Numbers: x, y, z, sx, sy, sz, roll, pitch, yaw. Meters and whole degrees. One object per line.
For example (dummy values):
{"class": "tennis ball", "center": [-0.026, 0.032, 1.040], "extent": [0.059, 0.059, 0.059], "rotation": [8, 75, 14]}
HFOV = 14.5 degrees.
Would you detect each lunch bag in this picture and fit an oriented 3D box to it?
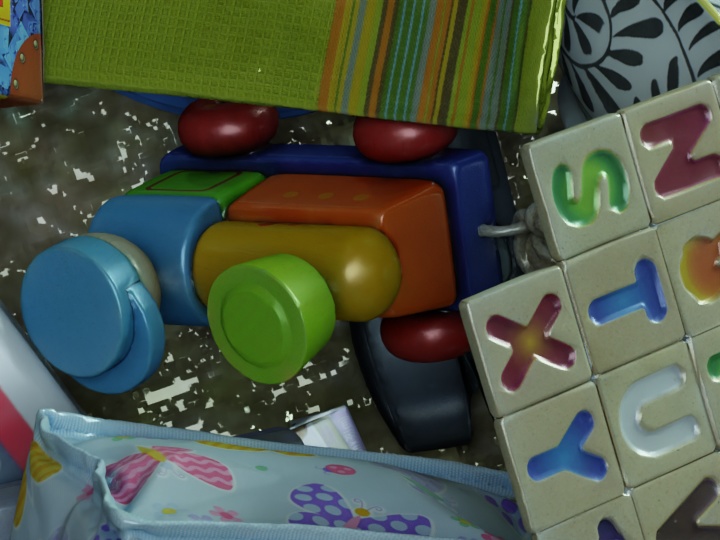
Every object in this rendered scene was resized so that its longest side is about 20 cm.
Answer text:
{"class": "lunch bag", "center": [-0.005, 0.141, 0.825], "extent": [0.199, 0.127, 0.170], "rotation": [9, 101, -24]}

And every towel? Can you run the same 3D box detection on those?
{"class": "towel", "center": [-0.032, -0.095, 0.893], "extent": [0.199, 0.018, 0.087], "rotation": [7, 84, 15]}

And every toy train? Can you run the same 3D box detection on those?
{"class": "toy train", "center": [0.000, 0.000, 0.874], "extent": [0.199, 0.116, 0.085], "rotation": [3, 111, 33]}

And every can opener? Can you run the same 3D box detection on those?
{"class": "can opener", "center": [0.029, -0.033, 0.943], "extent": [0.078, 0.063, 0.201], "rotation": [-17, 109, -15]}

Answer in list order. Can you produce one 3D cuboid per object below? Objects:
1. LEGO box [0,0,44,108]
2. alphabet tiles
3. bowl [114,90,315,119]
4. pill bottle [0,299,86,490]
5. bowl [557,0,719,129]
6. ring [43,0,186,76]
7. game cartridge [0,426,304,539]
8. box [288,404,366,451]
{"class": "LEGO box", "center": [-0.220, -0.089, 0.870], "extent": [0.199, 0.149, 0.078], "rotation": [-3, 86, 22]}
{"class": "alphabet tiles", "center": [0.123, 0.024, 0.811], "extent": [0.199, 0.006, 0.167], "rotation": [-21, 97, -28]}
{"class": "bowl", "center": [-0.043, -0.154, 0.979], "extent": [0.199, 0.039, 0.202], "rotation": [0, 86, -4]}
{"class": "pill bottle", "center": [-0.189, 0.080, 0.913], "extent": [0.200, 0.120, 0.120], "rotation": [-37, 90, -5]}
{"class": "bowl", "center": [0.127, -0.067, 0.937], "extent": [0.201, 0.201, 0.094], "rotation": [42, 120, -1]}
{"class": "ring", "center": [-0.117, -0.161, 0.941], "extent": [0.199, 0.019, 0.202], "rotation": [-2, 82, 14]}
{"class": "game cartridge", "center": [-0.063, 0.158, 0.889], "extent": [0.129, 0.038, 0.201], "rotation": [-11, 101, -22]}
{"class": "box", "center": [0.017, 0.143, 0.964], "extent": [0.039, 0.041, 0.201], "rotation": [-24, 88, -5]}
